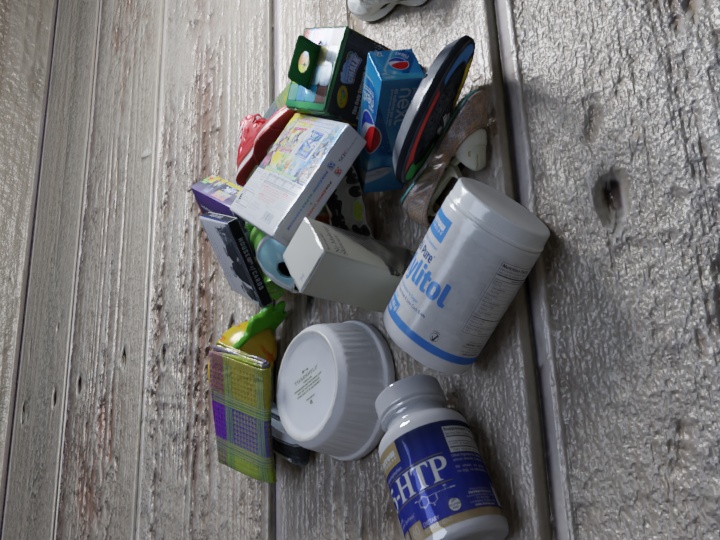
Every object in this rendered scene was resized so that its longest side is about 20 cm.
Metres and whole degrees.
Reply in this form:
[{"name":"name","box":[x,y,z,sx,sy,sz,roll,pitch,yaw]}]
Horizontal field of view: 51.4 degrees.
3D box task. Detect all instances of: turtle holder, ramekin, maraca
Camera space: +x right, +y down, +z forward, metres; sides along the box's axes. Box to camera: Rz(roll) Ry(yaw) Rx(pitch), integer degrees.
[{"name":"turtle holder","box":[-0.115,-0.031,1.210,0.183,0.140,0.134,-30,70,18]},{"name":"ramekin","box":[-0.045,0.173,1.101,0.200,0.093,0.208,-18,67,49]},{"name":"maraca","box":[-0.191,0.136,1.283,0.106,0.137,0.202,37,106,14]}]

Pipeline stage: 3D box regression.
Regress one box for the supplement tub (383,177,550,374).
[{"name":"supplement tub","box":[0.123,0.008,0.899,0.132,0.130,0.203,49,119,46]}]

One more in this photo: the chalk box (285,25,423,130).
[{"name":"chalk box","box":[-0.028,-0.284,1.118,0.123,0.197,0.128,22,96,53]}]

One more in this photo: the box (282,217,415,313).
[{"name":"box","box":[0.000,0.000,1.003,0.069,0.197,0.083,-56,43,22]}]

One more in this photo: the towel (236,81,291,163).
[{"name":"towel","box":[-0.154,-0.216,1.315,0.201,0.022,0.145,-51,45,29]}]

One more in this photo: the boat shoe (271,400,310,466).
[{"name":"boat shoe","box":[-0.148,0.265,1.233,0.196,0.073,0.070,12,107,41]}]

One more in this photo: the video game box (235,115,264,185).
[{"name":"video game box","box":[-0.161,-0.188,1.380,0.198,0.046,0.187,18,92,53]}]

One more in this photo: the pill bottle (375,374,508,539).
[{"name":"pill bottle","box":[0.087,0.236,0.893,0.120,0.118,0.203,-48,46,32]}]

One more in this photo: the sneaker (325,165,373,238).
[{"name":"sneaker","box":[-0.018,-0.074,1.138,0.085,0.075,0.206,-97,3,-72]}]

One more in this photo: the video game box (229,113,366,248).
[{"name":"video game box","box":[-0.096,-0.135,1.084,0.184,0.046,0.199,-57,31,-2]}]

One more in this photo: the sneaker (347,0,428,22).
[{"name":"sneaker","box":[0.018,-0.457,1.177,0.198,0.113,0.078,8,86,53]}]

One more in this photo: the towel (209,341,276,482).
[{"name":"towel","box":[-0.185,0.224,1.183,0.141,0.022,0.206,9,106,41]}]

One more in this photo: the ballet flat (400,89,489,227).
[{"name":"ballet flat","box":[0.128,-0.141,1.000,0.067,0.067,0.202,48,125,25]}]

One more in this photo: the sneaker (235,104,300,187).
[{"name":"sneaker","box":[-0.159,-0.241,1.251,0.199,0.077,0.118,-39,53,36]}]

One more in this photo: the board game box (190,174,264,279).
[{"name":"board game box","box":[-0.223,-0.071,1.361,0.199,0.056,0.169,26,141,53]}]

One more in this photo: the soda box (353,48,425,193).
[{"name":"soda box","box":[0.037,-0.205,1.052,0.202,0.066,0.065,100,156,-49]}]

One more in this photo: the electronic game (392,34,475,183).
[{"name":"electronic game","box":[0.097,-0.206,0.970,0.041,0.200,0.203,28,108,8]}]

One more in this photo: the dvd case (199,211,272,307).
[{"name":"dvd case","box":[-0.217,-0.023,1.287,0.199,0.024,0.153,18,132,65]}]
